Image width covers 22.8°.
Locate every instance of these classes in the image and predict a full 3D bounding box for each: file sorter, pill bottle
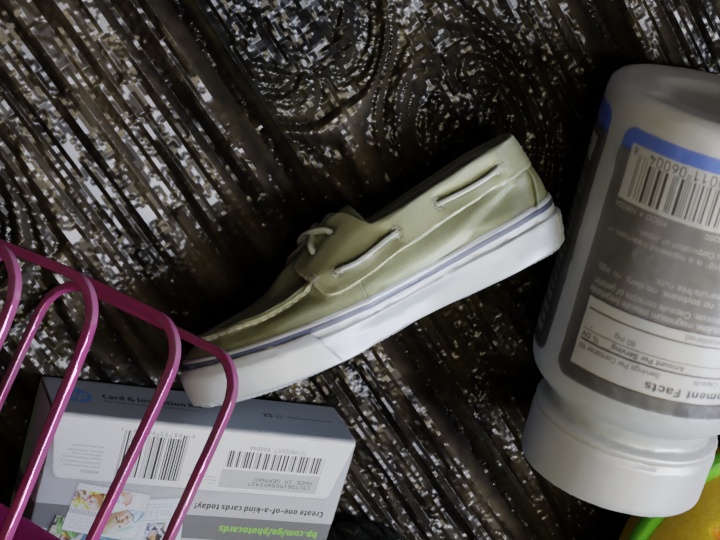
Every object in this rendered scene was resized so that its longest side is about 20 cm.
[{"bbox_3d":[-0.164,0.046,0.714,0.200,0.138,0.126,29,84,-54],"label":"file sorter"},{"bbox_3d":[0.149,0.011,0.875,0.113,0.114,0.201,5,113,-23],"label":"pill bottle"}]

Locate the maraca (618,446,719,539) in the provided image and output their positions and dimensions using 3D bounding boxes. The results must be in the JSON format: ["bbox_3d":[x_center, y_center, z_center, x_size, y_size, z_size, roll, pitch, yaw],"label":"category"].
[{"bbox_3d":[0.216,0.143,0.969,0.200,0.107,0.137,-47,124,5],"label":"maraca"}]

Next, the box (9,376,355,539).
[{"bbox_3d":[-0.103,0.156,0.891,0.155,0.041,0.201,7,111,-23],"label":"box"}]

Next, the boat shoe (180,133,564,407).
[{"bbox_3d":[0.000,0.000,0.849,0.199,0.072,0.062,-27,97,-11],"label":"boat shoe"}]

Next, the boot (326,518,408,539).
[{"bbox_3d":[0.050,0.237,0.922,0.079,0.158,0.212,-27,119,-20],"label":"boot"}]
